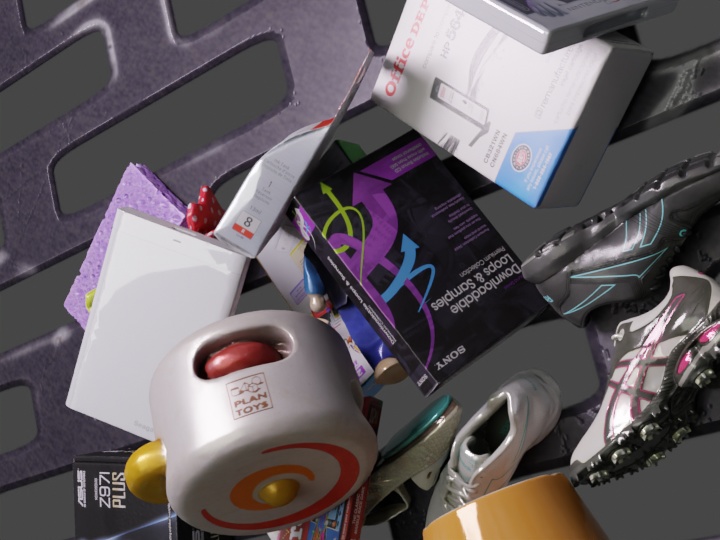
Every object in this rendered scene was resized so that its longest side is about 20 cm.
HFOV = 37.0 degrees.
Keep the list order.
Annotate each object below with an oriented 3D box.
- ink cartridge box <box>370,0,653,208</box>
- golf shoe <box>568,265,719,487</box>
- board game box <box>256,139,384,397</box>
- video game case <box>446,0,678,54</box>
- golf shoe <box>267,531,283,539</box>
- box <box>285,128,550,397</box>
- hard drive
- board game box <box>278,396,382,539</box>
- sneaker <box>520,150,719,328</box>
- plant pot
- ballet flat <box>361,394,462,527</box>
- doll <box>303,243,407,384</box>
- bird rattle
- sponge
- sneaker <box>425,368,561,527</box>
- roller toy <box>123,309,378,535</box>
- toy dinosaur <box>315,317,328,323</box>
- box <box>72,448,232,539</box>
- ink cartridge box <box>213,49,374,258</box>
[{"bbox_3d":[0.121,-0.164,0.915,0.200,0.084,0.147,37,117,30],"label":"ink cartridge box"},{"bbox_3d":[0.229,0.090,0.852,0.200,0.077,0.088,-53,48,23],"label":"golf shoe"},{"bbox_3d":[-0.006,-0.001,1.038,0.153,0.040,0.200,-47,64,25],"label":"board game box"},{"bbox_3d":[0.128,-0.242,0.867,0.200,0.181,0.023,38,133,30],"label":"video game case"},{"bbox_3d":[-0.102,0.193,1.091,0.091,0.075,0.201,-39,59,37],"label":"golf shoe"},{"bbox_3d":[0.051,-0.011,0.918,0.200,0.143,0.036,53,152,10],"label":"box"},{"bbox_3d":[-0.191,0.057,1.010,0.131,0.026,0.201,20,102,8],"label":"hard drive"},{"bbox_3d":[-0.034,0.219,0.990,0.103,0.019,0.201,-18,55,49],"label":"board game box"},{"bbox_3d":[0.228,-0.025,0.864,0.200,0.075,0.080,-34,90,32],"label":"sneaker"},{"bbox_3d":[0.137,0.267,0.835,0.200,0.200,0.184,-35,65,30],"label":"plant pot"},{"bbox_3d":[0.038,0.186,1.001,0.062,0.067,0.200,46,121,-5],"label":"ballet flat"},{"bbox_3d":[0.000,0.000,0.979,0.137,0.048,0.200,-48,58,25],"label":"doll"},{"bbox_3d":[-0.197,0.017,1.115,0.112,0.201,0.163,28,144,1],"label":"bird rattle"},{"bbox_3d":[-0.265,-0.009,1.233,0.111,0.030,0.201,40,110,30],"label":"sponge"},{"bbox_3d":[0.098,0.174,0.935,0.070,0.080,0.201,34,110,29],"label":"sneaker"},{"bbox_3d":[-0.084,0.137,0.918,0.182,0.199,0.140,-46,46,30],"label":"roller toy"},{"bbox_3d":[-0.106,0.091,1.044,0.101,0.058,0.200,44,109,15],"label":"toy dinosaur"},{"bbox_3d":[-0.223,0.296,1.159,0.163,0.086,0.202,-5,86,36],"label":"box"},{"bbox_3d":[-0.056,-0.116,0.959,0.050,0.162,0.201,27,100,-3],"label":"ink cartridge box"}]
